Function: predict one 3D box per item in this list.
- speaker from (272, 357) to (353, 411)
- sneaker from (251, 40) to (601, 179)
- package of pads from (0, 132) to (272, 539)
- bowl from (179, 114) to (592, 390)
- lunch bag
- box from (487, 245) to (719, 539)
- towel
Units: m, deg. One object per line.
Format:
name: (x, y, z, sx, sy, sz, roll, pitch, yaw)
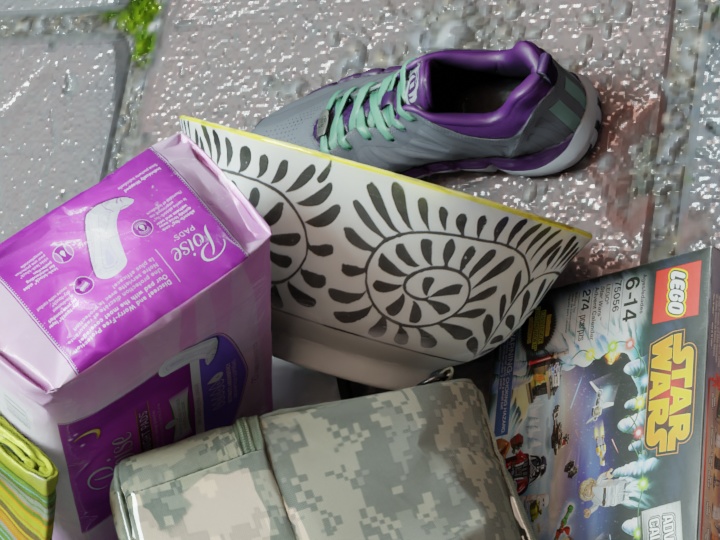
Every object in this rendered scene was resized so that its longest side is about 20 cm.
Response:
speaker: (-0.035, 0.103, 0.954, 0.081, 0.081, 0.202, -22, 62, 17)
sneaker: (0.019, -0.086, 0.997, 0.198, 0.087, 0.075, -8, 67, 23)
package of pads: (-0.100, 0.042, 0.831, 0.120, 0.201, 0.076, -35, 68, -20)
bowl: (0.000, 0.000, 0.900, 0.199, 0.200, 0.095, 18, 93, 30)
lunch bag: (0.005, 0.154, 0.805, 0.166, 0.140, 0.201, -19, 67, -4)
box: (0.112, 0.100, 0.874, 0.136, 0.040, 0.202, -17, 59, 46)
towel: (-0.164, 0.149, 0.812, 0.086, 0.018, 0.202, 32, 123, 38)
